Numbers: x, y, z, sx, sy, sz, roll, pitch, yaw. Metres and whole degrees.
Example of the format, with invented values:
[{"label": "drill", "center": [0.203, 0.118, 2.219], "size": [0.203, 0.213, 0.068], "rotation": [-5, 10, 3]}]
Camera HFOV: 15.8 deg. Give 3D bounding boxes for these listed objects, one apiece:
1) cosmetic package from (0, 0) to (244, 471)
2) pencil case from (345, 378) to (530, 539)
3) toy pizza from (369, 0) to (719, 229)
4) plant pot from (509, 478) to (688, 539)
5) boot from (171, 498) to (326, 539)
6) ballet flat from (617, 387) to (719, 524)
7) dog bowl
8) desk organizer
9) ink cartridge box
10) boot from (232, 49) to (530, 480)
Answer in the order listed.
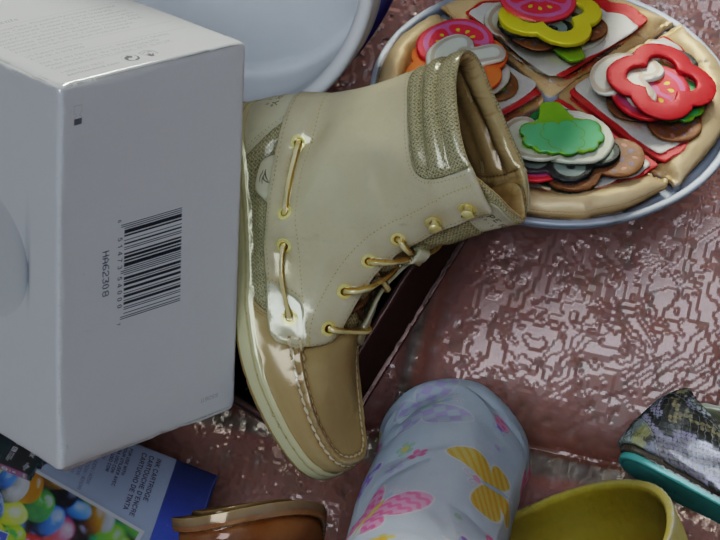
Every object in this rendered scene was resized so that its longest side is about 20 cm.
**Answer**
[{"label": "cosmetic package", "center": [-0.167, -0.037, 1.322], "size": [0.199, 0.123, 0.201], "rotation": [24, 120, 40]}, {"label": "pencil case", "center": [0.032, 0.133, 1.338], "size": [0.090, 0.200, 0.083], "rotation": [-34, 103, 22]}, {"label": "toy pizza", "center": [0.104, -0.099, 1.393], "size": [0.199, 0.032, 0.201], "rotation": [1, 44, -1]}, {"label": "plant pot", "center": [0.107, 0.224, 1.332], "size": [0.199, 0.200, 0.142], "rotation": [-32, 104, 3]}, {"label": "boot", "center": [-0.044, 0.204, 1.337], "size": [0.073, 0.200, 0.156], "rotation": [-7, 72, 12]}, {"label": "ballet flat", "center": [0.233, 0.127, 1.377], "size": [0.200, 0.072, 0.072], "rotation": [35, 88, 11]}, {"label": "dog bowl", "center": [-0.077, -0.179, 1.383], "size": [0.199, 0.079, 0.201], "rotation": [7, 116, 15]}, {"label": "desk organizer", "center": [0.000, 0.000, 1.427], "size": [0.071, 0.077, 0.201], "rotation": [31, 87, 12]}, {"label": "ink cartridge box", "center": [-0.156, 0.139, 1.387], "size": [0.199, 0.042, 0.120], "rotation": [24, 49, -7]}, {"label": "boot", "center": [0.014, -0.002, 1.320], "size": [0.155, 0.073, 0.201], "rotation": [-12, 85, 27]}]
